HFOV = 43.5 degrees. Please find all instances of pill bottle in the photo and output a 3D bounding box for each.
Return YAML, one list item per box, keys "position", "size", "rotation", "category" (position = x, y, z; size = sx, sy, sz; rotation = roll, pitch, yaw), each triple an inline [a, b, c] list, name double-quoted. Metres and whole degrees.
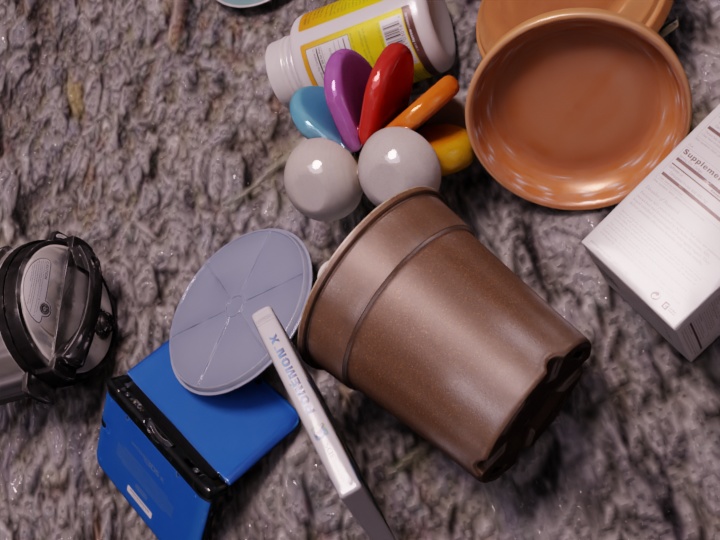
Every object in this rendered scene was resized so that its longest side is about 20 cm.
- position: [-0.002, -0.244, 0.992]
  size: [0.197, 0.109, 0.111]
  rotation: [-14, 66, 23]
  category: "pill bottle"

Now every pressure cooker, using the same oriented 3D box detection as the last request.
- position: [-0.384, 0.056, 1.055]
  size: [0.197, 0.179, 0.179]
  rotation: [-15, 100, 22]
  category: "pressure cooker"

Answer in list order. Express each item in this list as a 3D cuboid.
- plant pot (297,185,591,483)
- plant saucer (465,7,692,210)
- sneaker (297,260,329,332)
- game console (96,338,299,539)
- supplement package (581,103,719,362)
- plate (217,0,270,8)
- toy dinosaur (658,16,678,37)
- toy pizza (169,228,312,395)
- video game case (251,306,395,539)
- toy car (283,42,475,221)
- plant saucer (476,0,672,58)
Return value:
- position: [0.081, 0.065, 0.797]
  size: [0.198, 0.200, 0.201]
  rotation: [39, 92, 24]
  category: "plant pot"
- position: [0.194, -0.145, 0.814]
  size: [0.197, 0.202, 0.038]
  rotation: [-11, 36, 25]
  category: "plant saucer"
- position: [0.000, 0.000, 0.926]
  size: [0.080, 0.070, 0.202]
  rotation: [35, 91, 36]
  category: "sneaker"
- position: [-0.183, 0.186, 0.988]
  size: [0.199, 0.117, 0.173]
  rotation: [37, 122, 34]
  category: "game console"
- position: [0.302, -0.043, 0.750]
  size: [0.200, 0.114, 0.110]
  rotation: [-45, 58, 5]
  category: "supplement package"
- position: [-0.121, -0.425, 1.173]
  size: [0.197, 0.026, 0.204]
  rotation: [-11, 67, 26]
  category: "plate"
- position: [0.210, -0.185, 0.882]
  size: [0.198, 0.047, 0.090]
  rotation: [-3, 88, 38]
  category: "toy dinosaur"
- position: [-0.127, 0.045, 0.977]
  size: [0.198, 0.032, 0.203]
  rotation: [-22, 48, 27]
  category: "toy pizza"
- position: [-0.029, 0.149, 0.812]
  size: [0.022, 0.201, 0.184]
  rotation: [-28, 59, -5]
  category: "video game case"
- position: [0.013, -0.146, 0.893]
  size: [0.197, 0.152, 0.175]
  rotation: [-4, 25, 28]
  category: "toy car"
- position: [0.198, -0.264, 0.865]
  size: [0.198, 0.037, 0.203]
  rotation: [-16, 60, 29]
  category: "plant saucer"
